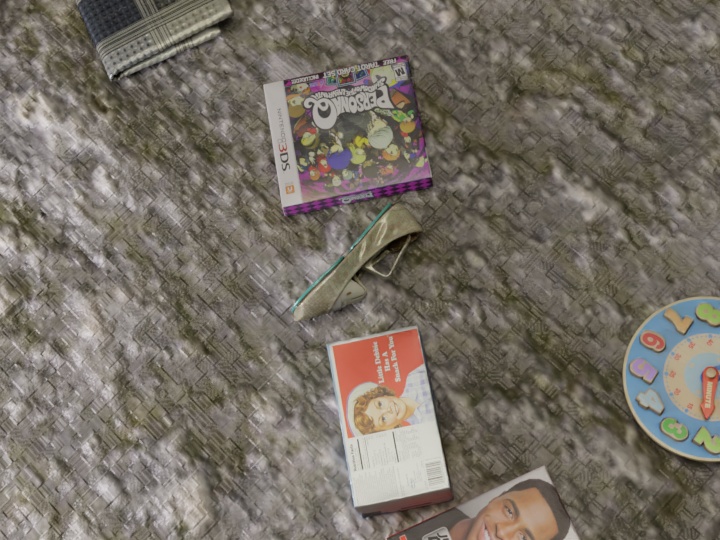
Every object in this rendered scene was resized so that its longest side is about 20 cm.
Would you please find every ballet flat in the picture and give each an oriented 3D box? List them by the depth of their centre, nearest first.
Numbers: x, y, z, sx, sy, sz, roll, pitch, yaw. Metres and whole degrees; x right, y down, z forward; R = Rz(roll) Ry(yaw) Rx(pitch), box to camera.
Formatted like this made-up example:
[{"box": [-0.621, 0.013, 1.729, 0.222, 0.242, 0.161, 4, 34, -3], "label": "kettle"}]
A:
[{"box": [0.000, 0.000, 1.570, 0.062, 0.068, 0.200, 41, 79, 9], "label": "ballet flat"}]

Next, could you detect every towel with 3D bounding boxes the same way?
[{"box": [-0.289, -0.376, 1.769, 0.198, 0.035, 0.194, -27, 65, -2], "label": "towel"}]

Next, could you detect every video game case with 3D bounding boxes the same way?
[{"box": [-0.017, -0.176, 1.653, 0.198, 0.036, 0.183, -11, 70, 2], "label": "video game case"}]

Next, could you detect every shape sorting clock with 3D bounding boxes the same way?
[{"box": [0.406, 0.124, 1.486, 0.197, 0.039, 0.202, -2, 69, 6], "label": "shape sorting clock"}]

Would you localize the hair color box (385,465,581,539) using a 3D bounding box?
[{"box": [0.139, 0.310, 1.435, 0.198, 0.061, 0.102, -25, 67, -4], "label": "hair color box"}]

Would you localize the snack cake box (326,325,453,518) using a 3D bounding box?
[{"box": [0.034, 0.177, 1.495, 0.114, 0.067, 0.202, -12, 68, 4], "label": "snack cake box"}]
